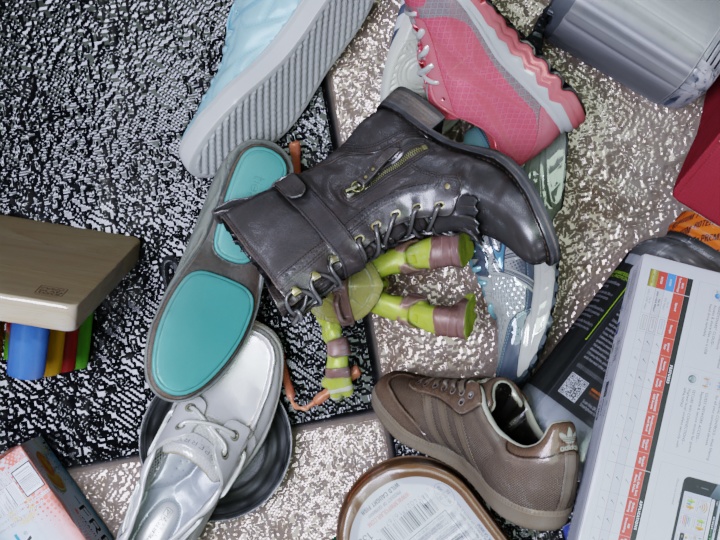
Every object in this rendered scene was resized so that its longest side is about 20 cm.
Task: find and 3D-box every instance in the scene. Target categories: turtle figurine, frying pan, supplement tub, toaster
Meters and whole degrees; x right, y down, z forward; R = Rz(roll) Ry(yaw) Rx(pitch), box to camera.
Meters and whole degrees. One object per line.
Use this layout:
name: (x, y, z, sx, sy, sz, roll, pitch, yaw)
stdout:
turtle figurine: (0.000, 0.000, 0.893, 0.160, 0.064, 0.202, -2, 84, 19)
frying pan: (-0.130, 0.098, 0.925, 0.115, 0.031, 0.191, -37, 86, -3)
supplement tub: (0.210, 0.064, 0.888, 0.122, 0.123, 0.201, 38, 89, 0)
toaster: (0.220, -0.209, 0.899, 0.129, 0.114, 0.201, 32, 85, 1)

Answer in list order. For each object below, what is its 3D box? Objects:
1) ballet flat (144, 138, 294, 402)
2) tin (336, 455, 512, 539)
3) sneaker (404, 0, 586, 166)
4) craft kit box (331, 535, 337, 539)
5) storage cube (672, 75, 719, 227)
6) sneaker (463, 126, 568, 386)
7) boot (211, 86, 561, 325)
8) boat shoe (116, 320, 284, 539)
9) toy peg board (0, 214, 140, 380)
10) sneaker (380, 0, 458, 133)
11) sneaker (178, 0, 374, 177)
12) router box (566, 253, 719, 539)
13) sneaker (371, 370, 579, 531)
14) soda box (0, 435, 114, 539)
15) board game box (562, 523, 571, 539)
ballet flat: (-0.101, 0.002, 0.889, 0.067, 0.064, 0.202, 24, 76, -13)
tin: (0.064, 0.227, 0.883, 0.112, 0.042, 0.201, -38, 90, 2)
sneaker: (0.066, -0.149, 0.852, 0.087, 0.074, 0.200, -44, 104, 12)
craft kit box: (0.033, 0.287, 0.919, 0.200, 0.049, 0.198, -44, 92, -2)
storage cube: (0.344, -0.107, 0.836, 0.199, 0.180, 0.171, 32, 44, -1)
sneaker: (0.104, -0.015, 0.920, 0.085, 0.078, 0.202, 4, 79, 5)
boot: (0.015, -0.023, 0.824, 0.174, 0.069, 0.200, -39, 54, -14)
boat shoe: (-0.112, 0.128, 0.877, 0.070, 0.069, 0.201, 25, 84, 2)
toy peg board: (-0.273, 0.029, 0.853, 0.198, 0.199, 0.099, 9, 104, -1)
sneaker: (0.060, -0.198, 0.925, 0.074, 0.085, 0.202, 11, 112, -11)
sneaker: (-0.074, -0.161, 0.926, 0.200, 0.074, 0.082, -48, 59, 3)
router box: (0.239, 0.110, 0.784, 0.178, 0.049, 0.202, 15, 79, 6)
sneaker: (0.083, 0.101, 0.859, 0.070, 0.200, 0.076, 1, 110, -38)
soda box: (-0.209, 0.221, 0.902, 0.063, 0.068, 0.201, -35, 89, -2)
board game box: (0.229, 0.238, 0.870, 0.133, 0.045, 0.201, -21, 123, -2)
